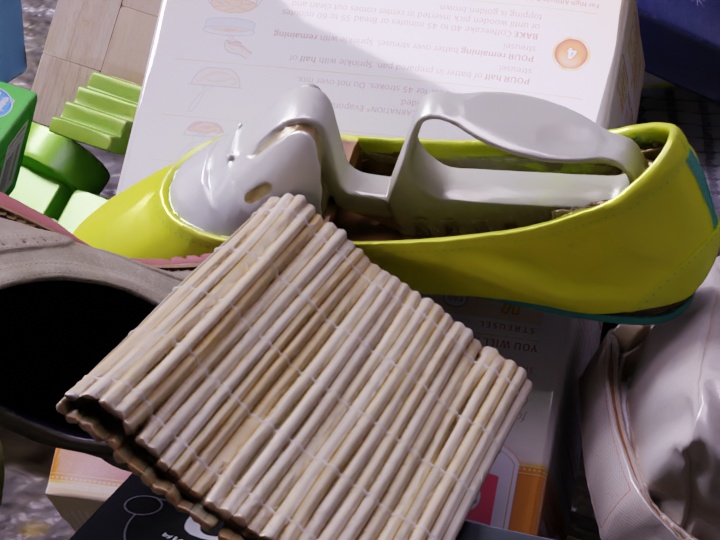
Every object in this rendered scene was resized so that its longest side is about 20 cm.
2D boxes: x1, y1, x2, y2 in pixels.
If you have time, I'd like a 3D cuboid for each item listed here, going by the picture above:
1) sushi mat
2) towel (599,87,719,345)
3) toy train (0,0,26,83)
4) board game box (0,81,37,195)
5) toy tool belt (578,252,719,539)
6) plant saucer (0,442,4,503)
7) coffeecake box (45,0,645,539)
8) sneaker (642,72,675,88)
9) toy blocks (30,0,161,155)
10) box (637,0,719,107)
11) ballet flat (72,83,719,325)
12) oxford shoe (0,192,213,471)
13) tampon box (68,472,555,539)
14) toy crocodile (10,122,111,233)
[{"bbox_3d":[-0.009,0.032,0.761,0.096,0.012,0.200,37,19,1],"label":"sushi mat"},{"bbox_3d":[0.088,-0.019,1.096,0.165,0.086,0.200,2,26,0],"label":"towel"},{"bbox_3d":[-0.225,-0.094,1.202,0.200,0.114,0.087,17,31,28],"label":"toy train"},{"bbox_3d":[-0.224,-0.047,0.991,0.200,0.040,0.153,18,24,1],"label":"board game box"},{"bbox_3d":[0.127,0.063,0.913,0.125,0.123,0.200,6,20,5],"label":"toy tool belt"},{"bbox_3d":[-0.178,0.094,0.797,0.200,0.200,0.048,26,8,39],"label":"plant saucer"},{"bbox_3d":[0.000,0.000,0.951,0.153,0.073,0.200,7,68,12],"label":"coffeecake box"},{"bbox_3d":[0.043,-0.102,1.080,0.200,0.076,0.105,15,-21,-37],"label":"sneaker"},{"bbox_3d":[-0.053,-0.108,1.123,0.100,0.137,0.200,19,4,21],"label":"toy blocks"},{"bbox_3d":[0.088,-0.131,1.033,0.200,0.032,0.121,22,54,-30],"label":"box"},{"bbox_3d":[0.006,-0.024,0.879,0.200,0.067,0.067,2,43,11],"label":"ballet flat"},{"bbox_3d":[-0.049,0.033,0.811,0.200,0.071,0.075,14,13,-34],"label":"oxford shoe"},{"bbox_3d":[-0.026,0.156,0.708,0.150,0.126,0.200,11,29,20],"label":"tampon box"},{"bbox_3d":[-0.090,-0.002,1.092,0.200,0.062,0.068,22,76,36],"label":"toy crocodile"}]
